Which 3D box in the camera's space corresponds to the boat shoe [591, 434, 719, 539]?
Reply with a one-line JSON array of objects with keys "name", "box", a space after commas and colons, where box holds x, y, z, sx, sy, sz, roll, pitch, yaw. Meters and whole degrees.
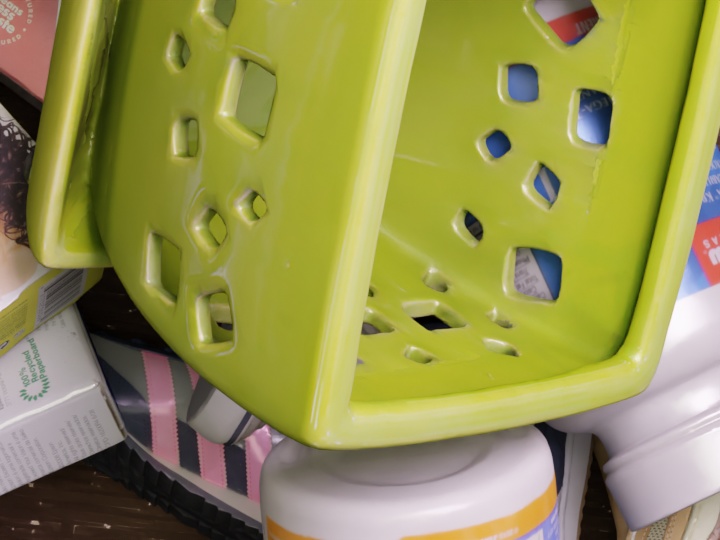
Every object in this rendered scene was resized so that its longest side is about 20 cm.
[{"name": "boat shoe", "box": [0.129, 0.081, 1.188, 0.076, 0.072, 0.201, 19, 77, 11]}]

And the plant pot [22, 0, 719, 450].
[{"name": "plant pot", "box": [0.001, -0.066, 0.992, 0.181, 0.199, 0.200, 23, 108, 36]}]

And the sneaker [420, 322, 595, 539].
[{"name": "sneaker", "box": [0.044, 0.118, 1.137, 0.070, 0.108, 0.201, -8, 74, 36]}]

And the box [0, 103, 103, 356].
[{"name": "box", "box": [-0.186, -0.058, 1.064, 0.075, 0.050, 0.200, -39, 76, -24]}]

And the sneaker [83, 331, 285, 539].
[{"name": "sneaker", "box": [-0.065, 0.059, 1.179, 0.199, 0.070, 0.082, 33, 69, -4]}]

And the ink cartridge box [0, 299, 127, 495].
[{"name": "ink cartridge box", "box": [-0.210, 0.034, 1.115, 0.199, 0.197, 0.043, -24, 132, -3]}]

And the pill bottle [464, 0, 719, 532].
[{"name": "pill bottle", "box": [0.103, -0.004, 1.114, 0.112, 0.112, 0.201, -25, 83, -5]}]

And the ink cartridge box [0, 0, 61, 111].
[{"name": "ink cartridge box", "box": [-0.075, -0.148, 1.181, 0.116, 0.067, 0.200, 36, 85, 0]}]

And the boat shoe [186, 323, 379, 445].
[{"name": "boat shoe", "box": [0.000, 0.000, 1.156, 0.070, 0.071, 0.201, 35, 57, -8]}]

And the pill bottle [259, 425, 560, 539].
[{"name": "pill bottle", "box": [0.025, 0.160, 1.062, 0.111, 0.112, 0.201, -6, 108, -4]}]
